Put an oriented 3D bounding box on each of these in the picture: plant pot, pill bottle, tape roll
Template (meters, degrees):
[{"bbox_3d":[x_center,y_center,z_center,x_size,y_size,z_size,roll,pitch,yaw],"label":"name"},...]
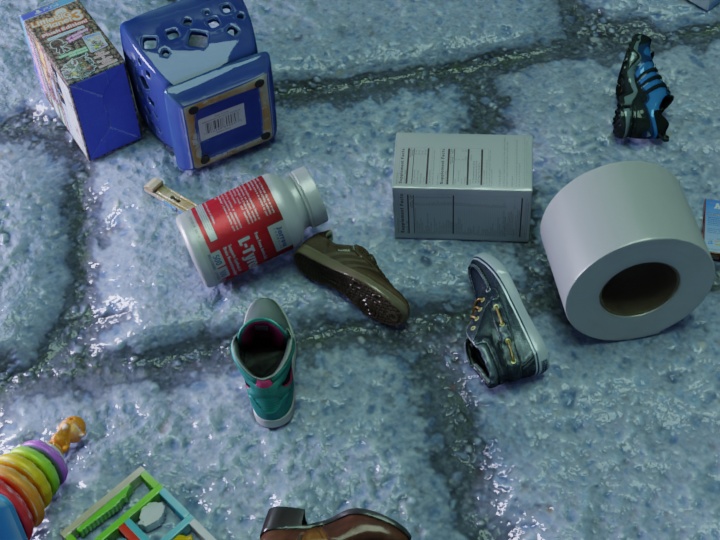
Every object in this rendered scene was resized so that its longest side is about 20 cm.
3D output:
[{"bbox_3d":[-0.236,-0.284,1.879,0.198,0.201,0.181,-23,58,-16],"label":"plant pot"},{"bbox_3d":[-0.150,-0.066,1.724,0.198,0.113,0.113,-26,52,-6],"label":"pill bottle"},{"bbox_3d":[0.348,-0.024,1.613,0.199,0.204,0.141,-9,50,-3],"label":"tape roll"}]

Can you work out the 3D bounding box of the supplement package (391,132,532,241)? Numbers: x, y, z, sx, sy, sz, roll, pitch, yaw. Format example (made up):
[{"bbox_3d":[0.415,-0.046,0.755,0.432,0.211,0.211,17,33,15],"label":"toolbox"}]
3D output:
[{"bbox_3d":[0.147,-0.121,1.764,0.197,0.115,0.111,3,51,5],"label":"supplement package"}]

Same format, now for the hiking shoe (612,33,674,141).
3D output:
[{"bbox_3d":[0.446,-0.281,1.914,0.085,0.075,0.202,12,61,4],"label":"hiking shoe"}]

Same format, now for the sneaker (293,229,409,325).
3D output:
[{"bbox_3d":[0.000,0.000,1.702,0.199,0.071,0.076,31,57,25],"label":"sneaker"}]

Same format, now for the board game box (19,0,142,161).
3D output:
[{"bbox_3d":[-0.439,-0.304,1.928,0.096,0.161,0.200,-26,53,-19],"label":"board game box"}]

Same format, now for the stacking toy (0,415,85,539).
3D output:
[{"bbox_3d":[-0.406,0.250,1.513,0.115,0.111,0.200,9,39,26],"label":"stacking toy"}]

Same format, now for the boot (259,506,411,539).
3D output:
[{"bbox_3d":[-0.044,0.371,1.397,0.185,0.069,0.202,5,51,8],"label":"boot"}]

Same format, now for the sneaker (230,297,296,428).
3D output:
[{"bbox_3d":[-0.127,0.090,1.602,0.082,0.122,0.202,-8,50,-3],"label":"sneaker"}]

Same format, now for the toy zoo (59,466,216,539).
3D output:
[{"bbox_3d":[-0.250,0.339,1.468,0.131,0.021,0.199,-38,57,-25],"label":"toy zoo"}]

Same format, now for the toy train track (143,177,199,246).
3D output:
[{"bbox_3d":[-0.246,-0.094,1.822,0.198,0.033,0.115,29,58,26],"label":"toy train track"}]

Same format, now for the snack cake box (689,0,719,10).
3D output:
[{"bbox_3d":[0.621,-0.542,2.114,0.199,0.068,0.115,-36,57,-24],"label":"snack cake box"}]

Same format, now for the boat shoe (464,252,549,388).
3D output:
[{"bbox_3d":[0.170,0.063,1.635,0.090,0.071,0.202,-16,53,-15],"label":"boat shoe"}]

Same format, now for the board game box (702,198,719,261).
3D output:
[{"bbox_3d":[0.585,-0.047,1.735,0.197,0.020,0.104,8,53,10],"label":"board game box"}]
